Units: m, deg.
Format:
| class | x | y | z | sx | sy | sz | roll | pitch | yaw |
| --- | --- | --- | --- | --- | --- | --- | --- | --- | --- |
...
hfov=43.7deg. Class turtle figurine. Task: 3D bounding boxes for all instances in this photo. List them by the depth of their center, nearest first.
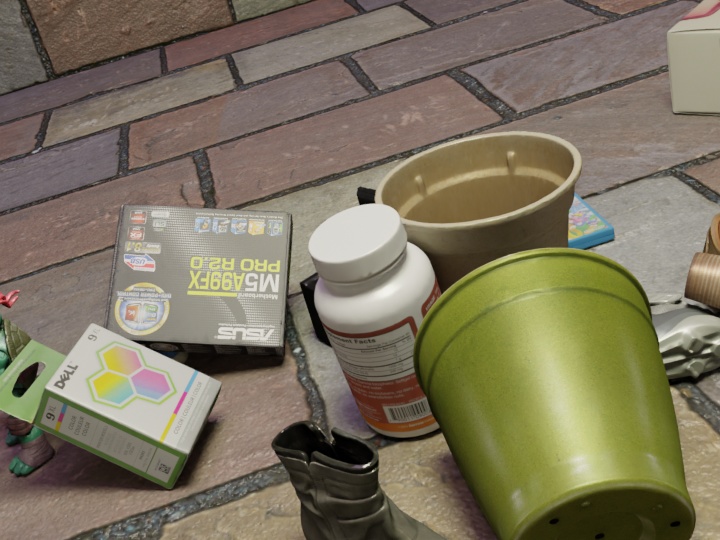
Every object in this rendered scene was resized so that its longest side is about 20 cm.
| class | x | y | z | sx | sy | sz | roll | pitch | yaw |
| --- | --- | --- | --- | --- | --- | --- | --- | --- | --- |
| turtle figurine | -0.379 | 0.104 | 0.927 | 0.100 | 0.201 | 0.150 | -15 | 28 | 1 |

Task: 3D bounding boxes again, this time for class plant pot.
| class | x | y | z | sx | sy | sz | roll | pitch | yaw |
| --- | --- | --- | --- | --- | --- | --- | --- | --- | --- |
| plant pot | 0.150 | 0.122 | 0.666 | 0.198 | 0.201 | 0.194 | -13 | 39 | 4 |
| plant pot | 0.130 | -0.013 | 0.899 | 0.199 | 0.185 | 0.201 | -12 | 29 | 7 |

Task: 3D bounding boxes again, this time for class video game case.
| class | x | y | z | sx | sy | sz | roll | pitch | yaw |
| --- | --- | --- | --- | --- | --- | --- | --- | --- | --- |
| video game case | 0.211 | -0.066 | 1.129 | 0.142 | 0.018 | 0.200 | -18 | 28 | -3 |

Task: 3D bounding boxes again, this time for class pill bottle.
| class | x | y | z | sx | sy | sz | roll | pitch | yaw |
| --- | --- | --- | --- | --- | --- | --- | --- | --- | --- |
| pill bottle | 0.024 | 0.046 | 0.819 | 0.111 | 0.201 | 0.113 | -15 | 33 | 10 |

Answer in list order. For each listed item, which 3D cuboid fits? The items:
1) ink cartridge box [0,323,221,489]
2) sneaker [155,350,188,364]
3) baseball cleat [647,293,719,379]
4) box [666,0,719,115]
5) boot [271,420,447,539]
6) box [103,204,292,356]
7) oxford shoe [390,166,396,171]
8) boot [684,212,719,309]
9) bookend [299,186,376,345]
| class | x | y | z | sx | sy | sz | roll | pitch | yaw |
| --- | --- | --- | --- | --- | --- | --- | --- | --- | --- |
| ink cartridge box | -0.246 | 0.119 | 0.872 | 0.199 | 0.060 | 0.104 | 26 | 33 | -4 |
| sneaker | -0.232 | 0.039 | 1.065 | 0.076 | 0.112 | 0.200 | 0 | 32 | 26 |
| baseball cleat | 0.237 | 0.071 | 0.834 | 0.198 | 0.070 | 0.107 | -5 | 22 | -1 |
| box | 0.540 | -0.324 | 1.311 | 0.108 | 0.129 | 0.200 | 11 | 37 | 40 |
| boot | 0.017 | 0.186 | 0.654 | 0.199 | 0.132 | 0.068 | 10 | 37 | 39 |
| box | -0.178 | 0.011 | 1.013 | 0.198 | 0.044 | 0.162 | 3 | 70 | 0 |
| oxford shoe | 0.097 | -0.087 | 1.181 | 0.057 | 0.076 | 0.200 | 12 | 18 | -28 |
| boot | 0.402 | 0.003 | 0.854 | 0.154 | 0.077 | 0.200 | 15 | 17 | 24 |
| bookend | 0.000 | 0.000 | 1.038 | 0.198 | 0.093 | 0.199 | -32 | 31 | -27 |
